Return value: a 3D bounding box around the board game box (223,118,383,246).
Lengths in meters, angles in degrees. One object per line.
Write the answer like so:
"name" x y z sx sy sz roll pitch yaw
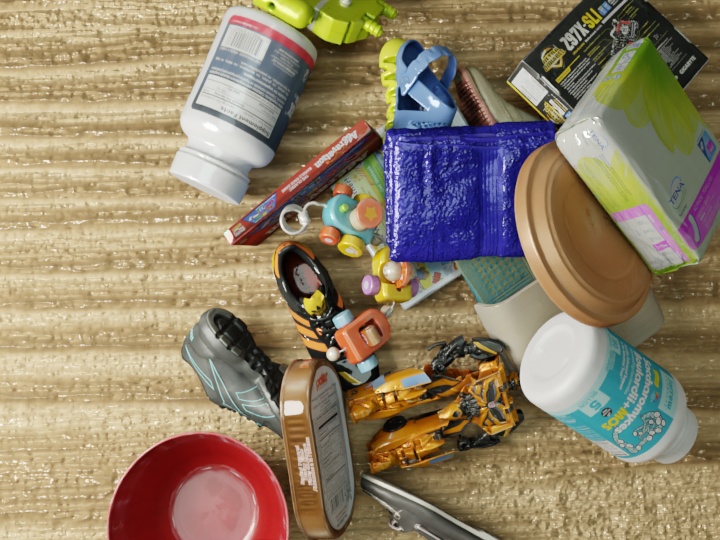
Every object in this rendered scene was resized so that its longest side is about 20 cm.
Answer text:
"board game box" -0.061 -0.095 1.051 0.199 0.103 0.020 -38 86 9

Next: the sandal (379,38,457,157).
"sandal" 0.073 -0.173 1.050 0.086 0.079 0.204 -9 88 43

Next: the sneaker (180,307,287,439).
"sneaker" -0.127 0.135 1.078 0.079 0.075 0.201 -39 93 27

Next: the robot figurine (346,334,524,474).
"robot figurine" 0.091 0.157 1.050 0.197 0.058 0.147 -18 111 7

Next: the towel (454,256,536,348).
"towel" 0.216 -0.016 1.076 0.198 0.022 0.148 -33 112 -4

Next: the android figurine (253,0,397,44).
"android figurine" -0.051 -0.334 1.078 0.198 0.041 0.183 32 46 5

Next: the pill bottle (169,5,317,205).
"pill bottle" -0.140 -0.186 1.069 0.118 0.120 0.203 24 86 2

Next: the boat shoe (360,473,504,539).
"boat shoe" 0.082 0.298 1.054 0.197 0.067 0.058 27 81 -1

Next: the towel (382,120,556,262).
"towel" 0.124 -0.086 1.008 0.196 0.050 0.151 -3 93 -7

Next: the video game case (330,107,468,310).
"video game case" 0.077 -0.086 1.108 0.180 0.023 0.202 -31 87 -2

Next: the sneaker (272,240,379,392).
"sneaker" -0.045 0.056 1.062 0.069 0.090 0.202 -30 86 -2

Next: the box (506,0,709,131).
"box" 0.289 -0.232 1.071 0.159 0.049 0.200 42 65 4

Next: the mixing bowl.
"mixing bowl" -0.172 0.280 1.037 0.196 0.108 0.204 0 85 1

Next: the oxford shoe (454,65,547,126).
"oxford shoe" 0.183 -0.164 1.094 0.073 0.071 0.201 -35 96 -6

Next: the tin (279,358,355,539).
"tin" -0.045 0.198 1.031 0.041 0.112 0.204 -7 96 16

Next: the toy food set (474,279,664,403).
"toy food set" 0.244 0.044 1.065 0.198 0.060 0.145 -33 112 -6

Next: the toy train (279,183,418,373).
"toy train" 0.000 0.000 1.024 0.149 0.055 0.203 -28 94 -36

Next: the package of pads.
"package of pads" 0.303 -0.115 0.966 0.201 0.068 0.155 49 57 -14

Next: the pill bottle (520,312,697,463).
"pill bottle" 0.277 0.136 1.009 0.198 0.111 0.112 32 86 -22

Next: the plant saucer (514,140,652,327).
"plant saucer" 0.241 -0.043 0.965 0.198 0.032 0.204 15 66 -34
